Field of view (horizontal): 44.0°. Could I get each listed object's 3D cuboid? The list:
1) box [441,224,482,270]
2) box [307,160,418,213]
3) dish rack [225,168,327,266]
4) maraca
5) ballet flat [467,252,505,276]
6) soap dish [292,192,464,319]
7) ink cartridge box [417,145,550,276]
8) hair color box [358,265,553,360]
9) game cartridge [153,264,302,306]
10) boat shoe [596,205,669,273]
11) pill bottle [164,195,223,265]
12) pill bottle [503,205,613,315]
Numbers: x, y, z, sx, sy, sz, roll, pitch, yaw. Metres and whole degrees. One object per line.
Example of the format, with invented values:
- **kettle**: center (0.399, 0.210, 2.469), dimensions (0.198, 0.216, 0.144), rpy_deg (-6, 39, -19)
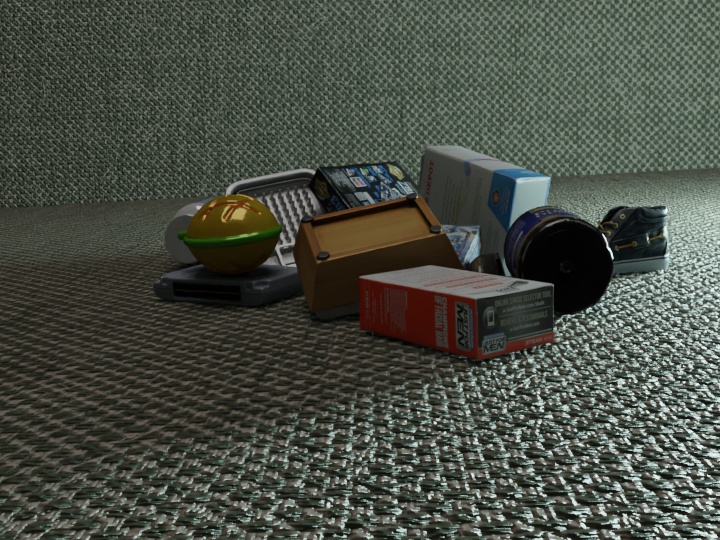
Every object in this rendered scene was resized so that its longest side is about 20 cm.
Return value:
- **box**: center (0.058, -0.017, 1.227), dimensions (0.196, 0.041, 0.137), rpy_deg (3, 30, 22)
- **box**: center (0.042, -0.094, 1.463), dimensions (0.196, 0.050, 0.201), rpy_deg (-11, 55, -46)
- **dish rack**: center (-0.118, -0.071, 1.437), dimensions (0.168, 0.044, 0.202), rpy_deg (-13, 56, -16)
- **maraca**: center (-0.185, -0.052, 1.244), dimensions (0.134, 0.110, 0.199), rpy_deg (-8, 10, -24)
- **ballet flat**: center (0.153, 0.011, 1.113), dimensions (0.045, 0.069, 0.200), rpy_deg (-16, 4, 13)
- **soap dish**: center (0.017, -0.023, 1.123), dimensions (0.196, 0.083, 0.158), rpy_deg (-13, 29, -7)
- **ink cartridge box**: center (0.177, -0.095, 1.343), dimensions (0.083, 0.148, 0.199), rpy_deg (-9, 25, -37)
- **hair color box**: center (0.097, 0.040, 0.945), dimensions (0.109, 0.066, 0.198), rpy_deg (-8, 9, -33)
- **game cartridge**: center (-0.178, 0.017, 1.265), dimensions (0.196, 0.041, 0.133), rpy_deg (3, 15, 31)
- **boat shoe**: center (0.346, -0.043, 1.266), dimensions (0.196, 0.093, 0.071), rpy_deg (-6, 9, -15)
- **pill bottle**: center (-0.275, -0.070, 1.593), dimensions (0.106, 0.111, 0.200), rpy_deg (-1, 9, 10)
- **pill bottle**: center (0.236, -0.020, 1.099), dimensions (0.109, 0.115, 0.200), rpy_deg (-3, 10, 2)
